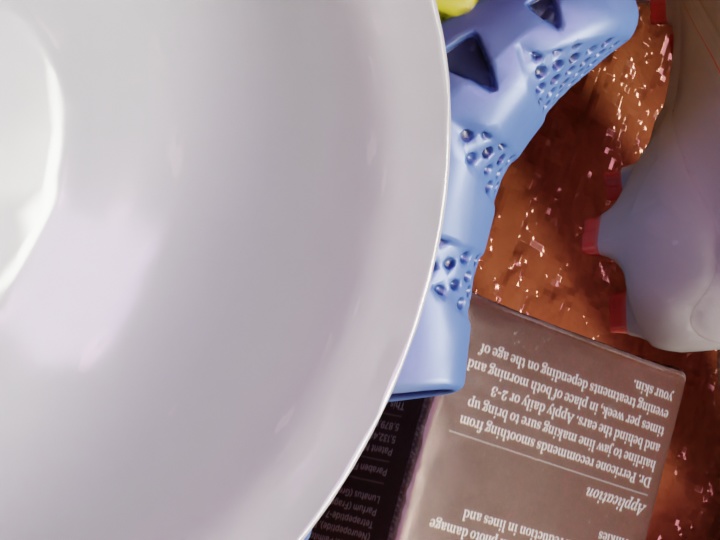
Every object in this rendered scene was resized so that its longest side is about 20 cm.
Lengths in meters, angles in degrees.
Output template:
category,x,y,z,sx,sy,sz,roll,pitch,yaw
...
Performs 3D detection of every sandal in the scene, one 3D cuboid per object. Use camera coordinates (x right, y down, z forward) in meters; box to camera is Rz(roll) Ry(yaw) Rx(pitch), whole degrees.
category,x,y,z,sx,sy,sz,roll,pitch,yaw
sandal,0.000,0.000,0.641,0.200,0.087,0.079,-44,166,9

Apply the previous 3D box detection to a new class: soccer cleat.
category,x,y,z,sx,sy,sz,roll,pitch,yaw
soccer cleat,0.121,-0.055,0.723,0.069,0.077,0.201,63,33,-41

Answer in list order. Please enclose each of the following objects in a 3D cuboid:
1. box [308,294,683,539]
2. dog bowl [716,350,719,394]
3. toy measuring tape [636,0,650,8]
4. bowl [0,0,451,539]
category,x,y,z,sx,sy,sz,roll,pitch,yaw
box,0.015,0.110,0.712,0.100,0.075,0.201,21,80,-39
dog bowl,0.192,0.053,0.742,0.059,0.200,0.201,-45,121,-25
toy measuring tape,0.043,-0.115,0.726,0.199,0.073,0.074,-3,97,-49
bowl,-0.077,-0.013,0.541,0.201,0.090,0.202,-24,124,-43
